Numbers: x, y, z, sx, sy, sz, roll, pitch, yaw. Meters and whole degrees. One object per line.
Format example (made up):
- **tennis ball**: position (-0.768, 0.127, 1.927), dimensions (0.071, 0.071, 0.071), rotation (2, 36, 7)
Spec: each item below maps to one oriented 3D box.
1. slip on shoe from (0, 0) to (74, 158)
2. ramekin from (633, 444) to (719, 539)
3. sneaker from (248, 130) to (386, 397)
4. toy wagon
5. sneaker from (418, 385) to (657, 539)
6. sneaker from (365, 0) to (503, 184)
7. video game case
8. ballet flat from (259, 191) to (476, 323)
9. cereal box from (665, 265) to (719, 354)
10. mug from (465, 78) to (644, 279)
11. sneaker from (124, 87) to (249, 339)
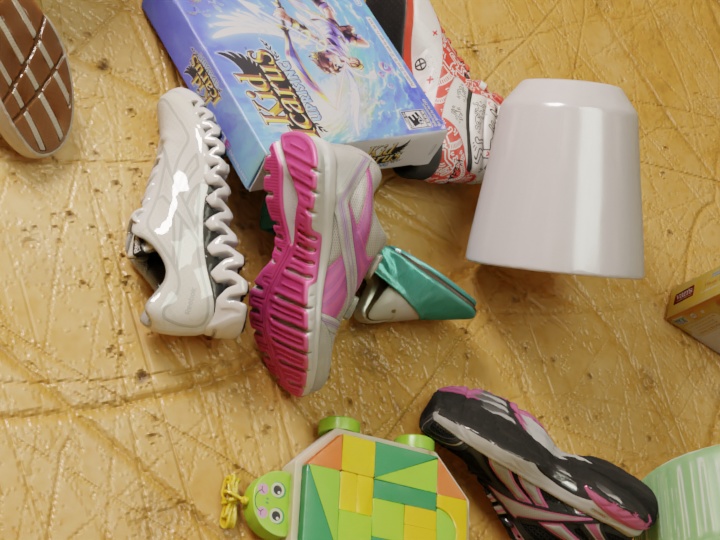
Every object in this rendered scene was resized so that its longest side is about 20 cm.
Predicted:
- **slip on shoe**: position (-0.271, -0.174, 1.013), dimensions (0.076, 0.060, 0.201), rotation (-43, 117, -40)
- **ramekin**: position (0.314, 0.217, 1.152), dimensions (0.198, 0.200, 0.099), rotation (16, 54, -27)
- **sneaker**: position (-0.023, -0.002, 1.044), dimensions (0.088, 0.081, 0.202), rotation (-6, 115, -37)
- **toy wagon**: position (-0.008, 0.186, 1.044), dimensions (0.198, 0.039, 0.157), rotation (17, 61, -27)
- **sneaker**: position (0.128, 0.173, 1.119), dimensions (0.199, 0.087, 0.080), rotation (32, 23, 7)
- **sneaker**: position (0.068, -0.169, 1.238), dimensions (0.107, 0.067, 0.204), rotation (5, 67, -36)
- **video game case**: position (-0.052, -0.163, 1.130), dimensions (0.180, 0.046, 0.201), rotation (-12, 59, -36)
- **ballet flat**: position (0.000, 0.000, 1.126), dimensions (0.199, 0.067, 0.071), rotation (36, 77, -15)
- **cereal box**: position (0.403, 0.056, 1.311), dimensions (0.199, 0.144, 0.040), rotation (31, 55, -18)
- **mug**: position (0.162, -0.078, 1.193), dimensions (0.148, 0.186, 0.155), rotation (4, 94, -16)
- **sneaker**: position (-0.135, -0.045, 1.045), dimensions (0.080, 0.075, 0.202), rotation (-5, 66, -15)
